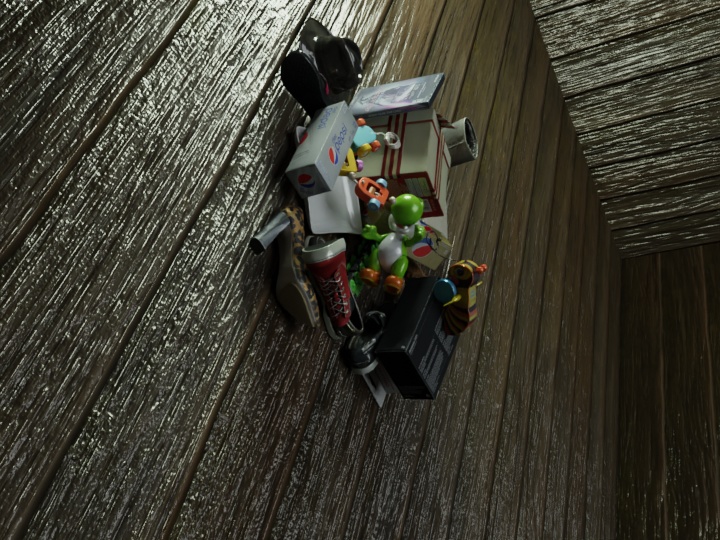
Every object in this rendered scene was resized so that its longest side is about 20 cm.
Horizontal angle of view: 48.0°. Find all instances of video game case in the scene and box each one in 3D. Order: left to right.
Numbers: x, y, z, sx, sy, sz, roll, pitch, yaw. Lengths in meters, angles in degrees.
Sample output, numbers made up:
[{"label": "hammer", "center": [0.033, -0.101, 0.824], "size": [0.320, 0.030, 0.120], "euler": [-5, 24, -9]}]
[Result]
[{"label": "video game case", "center": [0.068, -0.360, 1.690], "size": [0.143, 0.197, 0.019], "euler": [-63, 141, -48]}]

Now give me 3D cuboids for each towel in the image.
[{"label": "towel", "center": [0.173, -0.165, 1.996], "size": [0.132, 0.034, 0.203], "euler": [27, 58, -54]}]

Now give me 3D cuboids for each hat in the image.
[{"label": "hat", "center": [-0.042, -0.422, 1.633], "size": [0.200, 0.080, 0.204], "euler": [27, 58, -55]}]

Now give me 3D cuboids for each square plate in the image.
[{"label": "square plate", "center": [-0.064, -0.168, 1.560], "size": [0.199, 0.028, 0.201], "euler": [-4, 85, -62]}]

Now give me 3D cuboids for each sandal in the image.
[{"label": "sandal", "center": [-0.092, -0.342, 1.529], "size": [0.201, 0.074, 0.046], "euler": [56, 37, -50]}]

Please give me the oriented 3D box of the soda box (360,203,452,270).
[{"label": "soda box", "center": [0.094, -0.077, 1.686], "size": [0.199, 0.068, 0.064], "euler": [26, 21, -34]}]

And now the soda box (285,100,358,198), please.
[{"label": "soda box", "center": [-0.068, -0.222, 1.472], "size": [0.064, 0.067, 0.201], "euler": [57, 36, -33]}]

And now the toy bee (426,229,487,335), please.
[{"label": "toy bee", "center": [0.194, 0.028, 1.560], "size": [0.131, 0.108, 0.202], "euler": [-53, 127, -42]}]

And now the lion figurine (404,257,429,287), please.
[{"label": "lion figurine", "center": [0.115, 0.000, 1.763], "size": [0.122, 0.073, 0.201], "euler": [18, 29, -46]}]

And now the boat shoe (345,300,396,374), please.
[{"label": "boat shoe", "center": [0.029, 0.115, 1.587], "size": [0.201, 0.075, 0.061], "euler": [-64, 140, -49]}]

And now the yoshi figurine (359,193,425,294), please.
[{"label": "yoshi figurine", "center": [0.068, -0.066, 1.556], "size": [0.112, 0.112, 0.202], "euler": [29, 73, -25]}]

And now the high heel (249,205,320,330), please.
[{"label": "high heel", "center": [-0.098, -0.010, 1.394], "size": [0.201, 0.071, 0.143], "euler": [59, 39, -17]}]

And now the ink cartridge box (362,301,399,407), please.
[{"label": "ink cartridge box", "center": [0.074, 0.169, 1.659], "size": [0.117, 0.066, 0.201], "euler": [62, 33, -27]}]

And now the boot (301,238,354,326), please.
[{"label": "boot", "center": [-0.046, 0.024, 1.355], "size": [0.200, 0.071, 0.147], "euler": [-4, 83, -86]}]

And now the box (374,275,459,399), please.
[{"label": "box", "center": [0.120, 0.131, 1.595], "size": [0.142, 0.078, 0.201], "euler": [61, 41, -34]}]

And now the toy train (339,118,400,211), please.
[{"label": "toy train", "center": [0.007, -0.201, 1.572], "size": [0.149, 0.056, 0.202], "euler": [26, 50, -14]}]

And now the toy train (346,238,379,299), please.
[{"label": "toy train", "center": [0.000, 0.000, 1.613], "size": [0.201, 0.041, 0.057], "euler": [-60, 142, -51]}]

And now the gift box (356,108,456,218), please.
[{"label": "gift box", "center": [0.108, -0.225, 1.707], "size": [0.185, 0.197, 0.189], "euler": [66, 27, -56]}]

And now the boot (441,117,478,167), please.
[{"label": "boot", "center": [0.179, -0.236, 1.853], "size": [0.072, 0.198, 0.185], "euler": [-10, 89, -61]}]

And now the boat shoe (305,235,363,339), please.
[{"label": "boat shoe", "center": [-0.047, 0.027, 1.491], "size": [0.072, 0.060, 0.204], "euler": [-41, 117, -58]}]
